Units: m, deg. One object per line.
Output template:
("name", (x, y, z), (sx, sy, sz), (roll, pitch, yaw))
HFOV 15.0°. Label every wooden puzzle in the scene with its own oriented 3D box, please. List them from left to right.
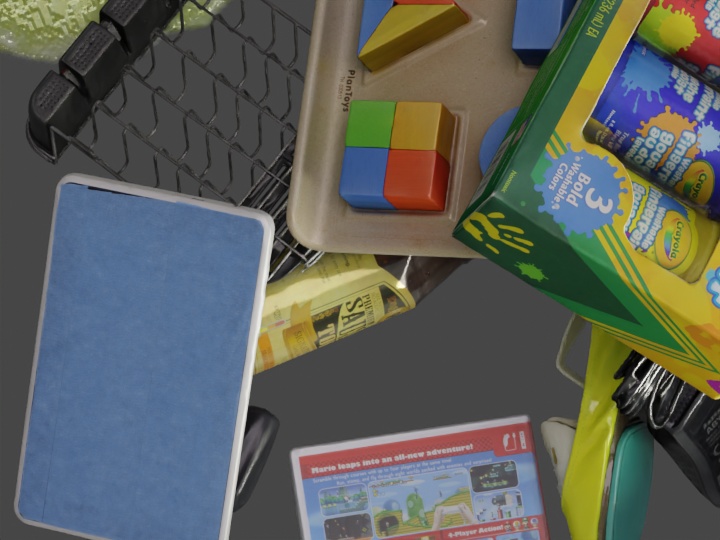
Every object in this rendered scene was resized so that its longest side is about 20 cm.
("wooden puzzle", (0.063, -0.100, 1.470), (0.198, 0.046, 0.187), (4, 75, 16))

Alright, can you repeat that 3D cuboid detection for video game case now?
("video game case", (0.043, 0.191, 1.547), (0.142, 0.017, 0.202), (-8, 82, -7))

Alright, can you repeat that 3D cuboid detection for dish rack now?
("dish rack", (-0.078, -0.087, 1.543), (0.200, 0.055, 0.154), (36, 80, 13))

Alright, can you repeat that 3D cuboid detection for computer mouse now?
("computer mouse", (0.199, 0.059, 1.518), (0.138, 0.200, 0.053), (-44, 52, -10))

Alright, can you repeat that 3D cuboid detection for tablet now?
("tablet", (-0.120, 0.055, 1.507), (0.129, 0.014, 0.202), (11, 100, 16))

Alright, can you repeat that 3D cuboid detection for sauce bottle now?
("sauce bottle", (0.000, 0.000, 1.550), (0.199, 0.066, 0.066), (-23, 83, -7))

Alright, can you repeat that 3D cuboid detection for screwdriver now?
("screwdriver", (-0.094, 0.168, 1.529), (0.029, 0.028, 0.201), (16, 75, 26))

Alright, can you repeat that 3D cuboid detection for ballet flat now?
("ballet flat", (0.139, 0.077, 1.552), (0.067, 0.067, 0.202), (14, 97, 26))

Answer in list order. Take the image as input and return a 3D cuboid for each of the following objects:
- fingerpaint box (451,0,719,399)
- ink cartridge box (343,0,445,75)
("fingerpaint box", (0.168, -0.065, 1.399), (0.166, 0.073, 0.201), (32, 68, -6))
("ink cartridge box", (0.107, -0.138, 1.541), (0.199, 0.084, 0.145), (29, 81, 21))
